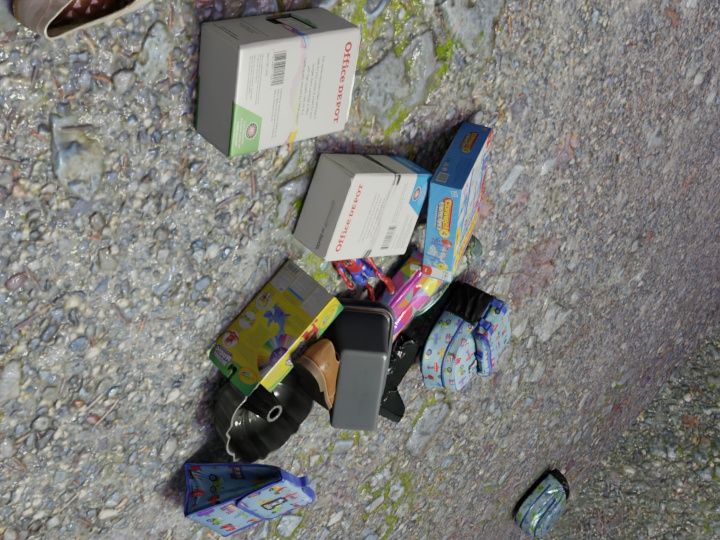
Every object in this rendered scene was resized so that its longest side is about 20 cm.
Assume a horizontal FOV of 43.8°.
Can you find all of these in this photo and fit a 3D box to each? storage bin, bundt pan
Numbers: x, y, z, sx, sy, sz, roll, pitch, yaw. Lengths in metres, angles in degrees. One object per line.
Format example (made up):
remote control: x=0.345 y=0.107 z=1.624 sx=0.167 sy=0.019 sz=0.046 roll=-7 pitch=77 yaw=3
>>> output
storage bin: x=-0.014 y=0.170 z=1.542 sx=0.142 sy=0.135 sz=0.203 roll=6 pitch=115 yaw=-5
bundt pan: x=-0.165 y=0.216 z=1.493 sx=0.200 sy=0.075 sz=0.204 roll=-32 pitch=142 yaw=-29

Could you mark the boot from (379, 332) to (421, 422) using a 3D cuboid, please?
boot: x=0.068 y=0.210 z=1.793 sx=0.164 sy=0.073 sz=0.198 roll=-59 pitch=149 yaw=-2

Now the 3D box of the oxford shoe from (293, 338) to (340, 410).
oxford shoe: x=-0.058 y=0.168 z=1.428 sx=0.071 sy=0.071 sz=0.201 roll=-49 pitch=165 yaw=-21

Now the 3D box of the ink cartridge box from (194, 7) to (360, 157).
ink cartridge box: x=-0.105 y=-0.245 z=1.147 sx=0.198 sy=0.084 sz=0.147 roll=-21 pitch=135 yaw=-39

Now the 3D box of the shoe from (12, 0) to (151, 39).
shoe: x=-0.261 y=-0.291 z=0.938 sx=0.199 sy=0.053 sz=0.071 roll=-34 pitch=142 yaw=-28

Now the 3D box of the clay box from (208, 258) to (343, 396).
clay box: x=-0.133 y=0.094 z=1.389 sx=0.201 sy=0.114 sz=0.048 roll=-49 pitch=147 yaw=-6

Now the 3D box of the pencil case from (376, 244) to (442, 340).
pencil case: x=0.073 y=0.053 z=1.639 sx=0.201 sy=0.088 sz=0.088 roll=-52 pitch=147 yaw=-2

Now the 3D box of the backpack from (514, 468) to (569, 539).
backpack: x=0.584 y=0.762 z=2.884 sx=0.198 sy=0.155 sz=0.164 roll=-26 pitch=147 yaw=-16

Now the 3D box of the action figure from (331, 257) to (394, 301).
action figure: x=0.000 y=0.000 z=1.523 sx=0.064 sy=0.052 sz=0.200 roll=-21 pitch=148 yaw=16

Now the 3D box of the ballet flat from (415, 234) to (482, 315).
ballet flat: x=0.151 y=-0.003 z=1.717 sx=0.200 sy=0.074 sz=0.075 roll=-45 pitch=146 yaw=-17

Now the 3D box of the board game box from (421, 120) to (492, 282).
board game box: x=0.167 y=-0.119 z=1.552 sx=0.201 sy=0.055 sz=0.198 roll=-60 pitch=159 yaw=-45

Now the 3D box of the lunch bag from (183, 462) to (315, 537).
lunch bag: x=-0.177 y=0.372 z=1.514 sx=0.196 sy=0.096 sz=0.151 roll=-15 pitch=148 yaw=13

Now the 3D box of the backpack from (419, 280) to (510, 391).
backpack: x=0.205 y=0.153 z=1.814 sx=0.201 sy=0.133 sz=0.184 roll=-53 pitch=151 yaw=-30

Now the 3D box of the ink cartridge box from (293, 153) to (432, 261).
ink cartridge box: x=0.006 y=-0.102 z=1.414 sx=0.198 sy=0.084 sz=0.148 roll=-5 pitch=123 yaw=-49
